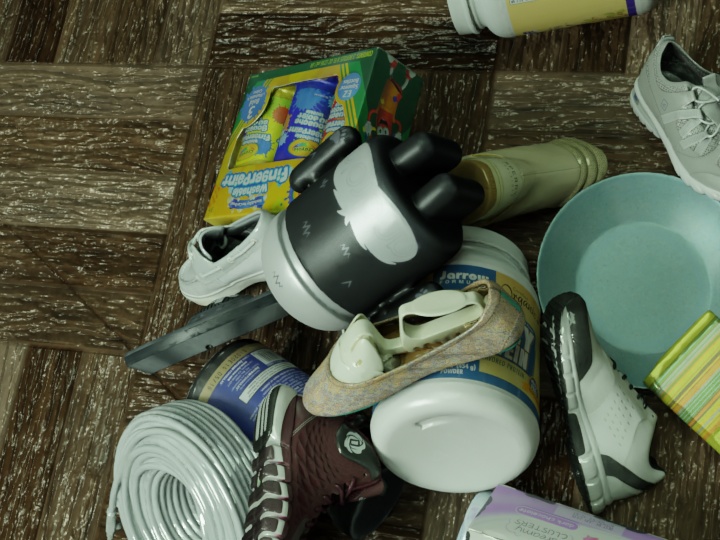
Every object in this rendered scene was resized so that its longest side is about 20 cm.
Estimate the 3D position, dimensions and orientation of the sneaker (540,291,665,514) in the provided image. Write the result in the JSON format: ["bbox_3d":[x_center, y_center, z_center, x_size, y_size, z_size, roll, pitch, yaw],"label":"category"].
[{"bbox_3d":[0.208,0.107,1.131,0.079,0.074,0.202,-16,109,1],"label":"sneaker"}]

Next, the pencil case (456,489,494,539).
[{"bbox_3d":[0.176,0.254,1.113,0.198,0.083,0.092,14,90,23],"label":"pencil case"}]

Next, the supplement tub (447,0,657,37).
[{"bbox_3d":[0.186,-0.311,1.297,0.198,0.145,0.147,-7,67,15],"label":"supplement tub"}]

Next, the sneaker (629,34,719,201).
[{"bbox_3d":[0.313,-0.136,1.195,0.074,0.083,0.200,-19,48,-21],"label":"sneaker"}]

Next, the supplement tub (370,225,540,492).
[{"bbox_3d":[0.086,0.076,1.156,0.143,0.145,0.201,-7,48,15],"label":"supplement tub"}]

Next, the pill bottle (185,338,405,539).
[{"bbox_3d":[-0.058,0.156,1.211,0.199,0.112,0.112,31,81,26],"label":"pill bottle"}]

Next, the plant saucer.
[{"bbox_3d":[0.258,0.012,1.193,0.198,0.039,0.203,-1,72,3],"label":"plant saucer"}]

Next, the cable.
[{"bbox_3d":[-0.147,0.217,1.179,0.199,0.069,0.202,33,127,35],"label":"cable"}]

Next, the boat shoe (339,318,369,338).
[{"bbox_3d":[0.000,0.000,1.279,0.060,0.074,0.202,-16,67,17],"label":"boat shoe"}]

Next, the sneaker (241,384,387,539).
[{"bbox_3d":[-0.033,0.197,1.078,0.114,0.076,0.202,12,67,-16],"label":"sneaker"}]

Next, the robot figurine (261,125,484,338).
[{"bbox_3d":[0.008,-0.034,1.116,0.199,0.125,0.151,-37,31,24],"label":"robot figurine"}]

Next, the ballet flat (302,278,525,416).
[{"bbox_3d":[0.032,0.055,1.049,0.198,0.067,0.069,-24,46,13],"label":"ballet flat"}]

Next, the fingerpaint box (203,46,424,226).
[{"bbox_3d":[-0.049,-0.117,1.292,0.199,0.073,0.169,-1,67,48],"label":"fingerpaint box"}]

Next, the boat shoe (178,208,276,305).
[{"bbox_3d":[-0.130,-0.016,1.278,0.199,0.068,0.073,-10,52,54],"label":"boat shoe"}]

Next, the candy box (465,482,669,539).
[{"bbox_3d":[0.164,0.291,1.043,0.166,0.202,0.071,16,30,23],"label":"candy box"}]

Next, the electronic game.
[{"bbox_3d":[-0.129,0.047,1.236,0.198,0.200,0.042,-23,89,8],"label":"electronic game"}]

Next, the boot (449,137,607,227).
[{"bbox_3d":[0.125,-0.079,1.260,0.154,0.200,0.074,-13,89,-28],"label":"boot"}]

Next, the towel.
[{"bbox_3d":[0.341,0.133,1.122,0.086,0.018,0.200,-46,77,2],"label":"towel"}]
